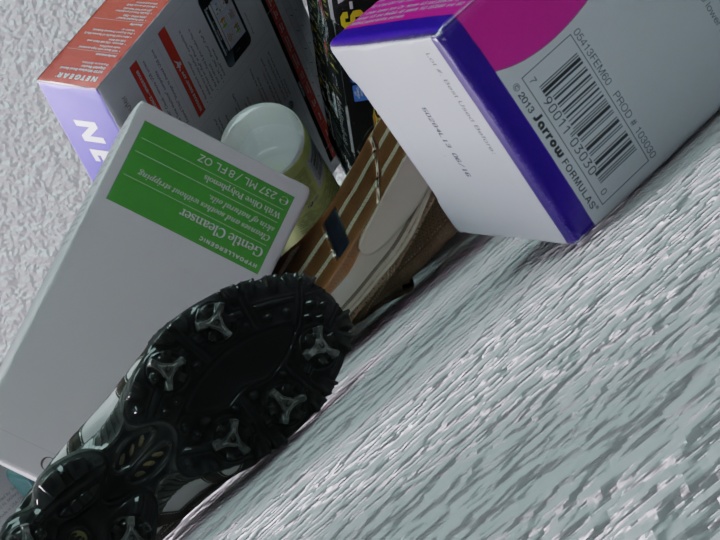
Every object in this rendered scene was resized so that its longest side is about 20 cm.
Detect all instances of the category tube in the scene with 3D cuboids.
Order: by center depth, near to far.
[{"bbox_3d":[-0.035,-0.036,1.092,0.058,0.052,0.200,-30,-26,1],"label":"tube"}]

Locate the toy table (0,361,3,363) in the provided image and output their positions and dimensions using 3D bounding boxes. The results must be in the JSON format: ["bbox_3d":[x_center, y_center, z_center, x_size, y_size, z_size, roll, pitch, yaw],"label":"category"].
[{"bbox_3d":[-0.237,0.109,1.223,0.117,0.184,0.200,-25,-18,-34],"label":"toy table"}]

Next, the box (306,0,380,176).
[{"bbox_3d":[0.000,-0.136,1.025,0.049,0.160,0.200,-9,15,-4],"label":"box"}]

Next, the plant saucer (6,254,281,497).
[{"bbox_3d":[-0.103,0.074,1.003,0.200,0.070,0.019,-42,17,-12],"label":"plant saucer"}]

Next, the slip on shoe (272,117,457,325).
[{"bbox_3d":[0.000,0.000,0.937,0.200,0.061,0.076,-57,29,23],"label":"slip on shoe"}]

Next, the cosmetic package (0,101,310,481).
[{"bbox_3d":[-0.120,0.026,0.945,0.200,0.108,0.085,-66,11,-10],"label":"cosmetic package"}]

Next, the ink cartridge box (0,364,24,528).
[{"bbox_3d":[-0.245,0.107,1.012,0.115,0.200,0.068,-43,5,-35],"label":"ink cartridge box"}]

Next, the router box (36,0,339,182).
[{"bbox_3d":[-0.092,-0.099,1.091,0.049,0.200,0.180,11,51,33],"label":"router box"}]

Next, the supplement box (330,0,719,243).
[{"bbox_3d":[0.104,-0.114,0.718,0.200,0.101,0.103,-41,20,-17],"label":"supplement box"}]

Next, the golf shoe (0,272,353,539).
[{"bbox_3d":[-0.091,0.076,0.815,0.200,0.078,0.094,-41,4,-16],"label":"golf shoe"}]
